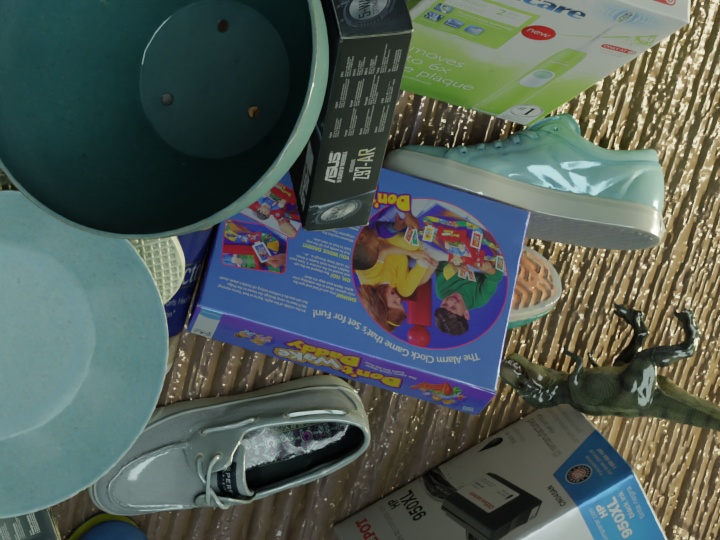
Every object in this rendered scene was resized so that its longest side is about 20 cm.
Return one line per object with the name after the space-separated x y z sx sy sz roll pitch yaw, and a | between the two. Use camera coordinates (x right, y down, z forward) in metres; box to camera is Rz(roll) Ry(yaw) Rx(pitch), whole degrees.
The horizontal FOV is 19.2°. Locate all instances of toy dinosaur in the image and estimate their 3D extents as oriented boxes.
0.198 0.070 1.496 0.047 0.199 0.088 40 65 -55 | toy dinosaur

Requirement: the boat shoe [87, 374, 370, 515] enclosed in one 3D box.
-0.089 0.126 1.457 0.200 0.072 0.070 -17 114 -9 | boat shoe

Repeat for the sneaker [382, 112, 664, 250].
0.112 -0.070 1.454 0.199 0.074 0.082 12 70 -11 | sneaker

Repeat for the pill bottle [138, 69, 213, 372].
-0.150 -0.038 1.353 0.115 0.116 0.201 12 107 -20 | pill bottle

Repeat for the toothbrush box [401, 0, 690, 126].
0.093 -0.174 1.320 0.145 0.200 0.086 14 69 -22 | toothbrush box

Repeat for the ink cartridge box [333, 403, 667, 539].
0.097 0.192 1.495 0.200 0.145 0.084 -30 114 -4 | ink cartridge box

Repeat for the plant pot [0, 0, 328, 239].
-0.103 -0.115 1.198 0.199 0.135 0.201 0 88 14 | plant pot

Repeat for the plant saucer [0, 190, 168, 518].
-0.213 0.045 1.236 0.200 0.039 0.202 -7 110 -19 | plant saucer

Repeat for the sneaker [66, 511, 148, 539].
-0.209 0.262 1.473 0.066 0.078 0.200 29 102 -25 | sneaker

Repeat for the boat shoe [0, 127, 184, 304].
-0.184 -0.051 1.263 0.200 0.062 0.075 39 99 -22 | boat shoe

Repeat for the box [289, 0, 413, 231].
-0.019 -0.143 1.280 0.043 0.161 0.200 -7 150 -13 | box

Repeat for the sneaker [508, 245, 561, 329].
0.037 0.025 1.459 0.199 0.072 0.080 -4 149 -18 | sneaker

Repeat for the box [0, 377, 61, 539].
-0.241 0.095 1.354 0.046 0.159 0.201 -20 114 -9 | box

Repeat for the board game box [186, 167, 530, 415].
0.000 0.000 1.383 0.199 0.045 0.135 17 64 -7 | board game box
